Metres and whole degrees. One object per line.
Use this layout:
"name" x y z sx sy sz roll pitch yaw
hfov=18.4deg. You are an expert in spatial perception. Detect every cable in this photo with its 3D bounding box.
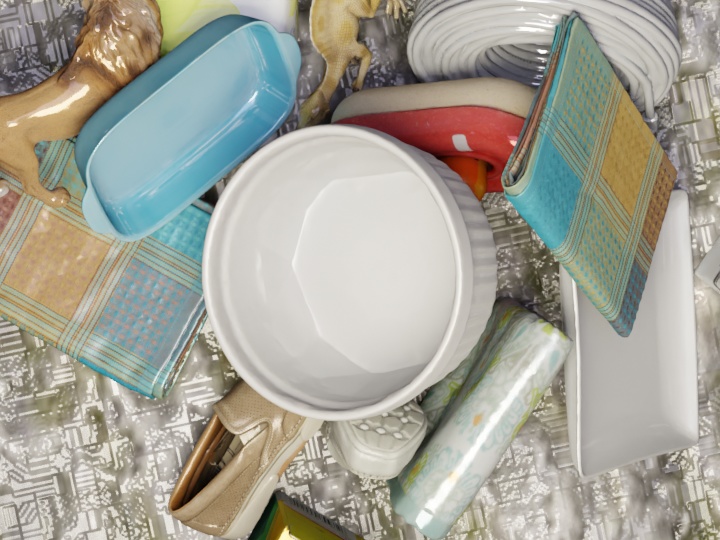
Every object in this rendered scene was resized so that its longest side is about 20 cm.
"cable" 0.135 -0.168 1.613 0.198 0.200 0.070 9 67 -1

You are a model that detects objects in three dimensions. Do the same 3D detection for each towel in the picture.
"towel" -0.198 -0.011 1.646 0.199 0.022 0.147 27 89 12
"towel" 0.081 0.102 1.611 0.048 0.200 0.172 32 92 -6
"towel" 0.163 -0.063 1.555 0.022 0.200 0.147 4 61 33

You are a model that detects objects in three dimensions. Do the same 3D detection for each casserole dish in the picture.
"casserole dish" -0.128 -0.107 1.585 0.200 0.121 0.039 -41 56 -14

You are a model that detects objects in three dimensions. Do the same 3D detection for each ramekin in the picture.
"ramekin" 0.000 0.000 1.535 0.199 0.105 0.202 1 92 26

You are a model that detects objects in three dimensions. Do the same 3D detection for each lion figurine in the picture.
"lion figurine" -0.215 -0.117 1.581 0.200 0.123 0.072 -39 54 -9

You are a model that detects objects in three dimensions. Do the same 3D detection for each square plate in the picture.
"square plate" 0.196 0.043 1.648 0.028 0.200 0.200 -1 93 34

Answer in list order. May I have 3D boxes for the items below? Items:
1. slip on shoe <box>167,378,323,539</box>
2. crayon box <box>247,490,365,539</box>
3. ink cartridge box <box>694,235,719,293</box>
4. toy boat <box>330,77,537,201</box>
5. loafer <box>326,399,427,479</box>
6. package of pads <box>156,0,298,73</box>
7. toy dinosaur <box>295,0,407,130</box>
"slip on shoe" -0.079 0.109 1.646 0.060 0.076 0.201 17 114 -34
"crayon box" -0.016 0.224 1.612 0.126 0.200 0.051 31 89 -4
"ink cartridge box" 0.341 0.021 1.635 0.145 0.200 0.084 36 93 -5
"toy boat" 0.072 -0.062 1.612 0.199 0.130 0.132 -3 73 28
"loafer" 0.009 0.118 1.612 0.069 0.200 0.070 16 103 -1
"package of pads" -0.119 -0.248 1.656 0.153 0.068 0.202 4 92 -3
"toy dinosaur" -0.013 -0.200 1.641 0.058 0.101 0.202 4 99 29
